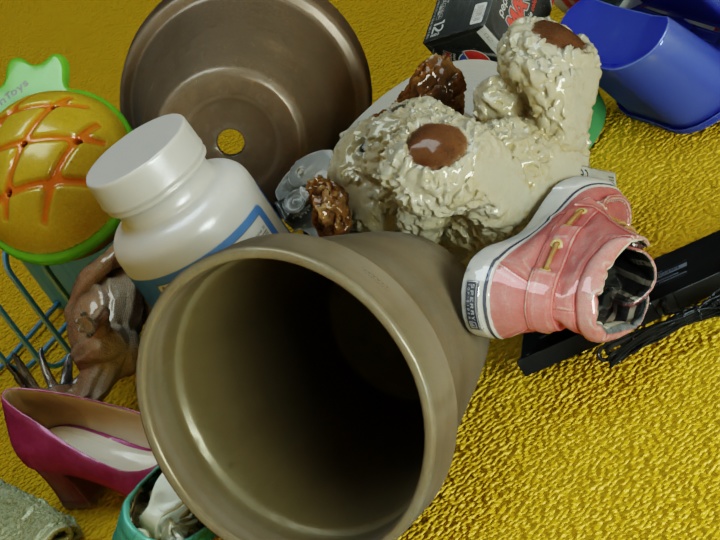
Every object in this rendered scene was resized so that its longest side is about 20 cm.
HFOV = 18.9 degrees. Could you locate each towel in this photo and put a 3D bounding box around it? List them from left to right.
[{"bbox_3d":[-0.289,0.203,1.531,0.148,0.037,0.200,-39,23,-21],"label":"towel"}]

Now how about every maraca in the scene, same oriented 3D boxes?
[{"bbox_3d":[-0.242,-0.086,1.652,0.137,0.107,0.200,-36,56,-2],"label":"maraca"}]

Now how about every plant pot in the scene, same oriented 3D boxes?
[{"bbox_3d":[-0.092,-0.119,1.641,0.200,0.200,0.175,-27,13,9],"label":"plant pot"},{"bbox_3d":[-0.008,0.055,1.312,0.200,0.200,0.174,-16,10,33],"label":"plant pot"}]

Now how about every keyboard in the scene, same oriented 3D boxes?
[{"bbox_3d":[0.188,0.019,1.328,0.200,0.021,0.127,-26,16,17],"label":"keyboard"}]

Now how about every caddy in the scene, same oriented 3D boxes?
[{"bbox_3d":[0.237,-0.176,1.578,0.141,0.105,0.200,-55,24,0],"label":"caddy"}]

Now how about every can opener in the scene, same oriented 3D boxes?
[{"bbox_3d":[0.000,0.000,1.493,0.053,0.067,0.200,-36,56,12],"label":"can opener"}]

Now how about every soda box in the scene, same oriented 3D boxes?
[{"bbox_3d":[0.116,-0.240,1.711,0.063,0.071,0.200,-12,48,40],"label":"soda box"}]

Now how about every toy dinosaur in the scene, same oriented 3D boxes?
[{"bbox_3d":[-0.194,0.040,1.597,0.135,0.086,0.200,-32,32,44],"label":"toy dinosaur"}]

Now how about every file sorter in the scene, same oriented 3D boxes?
[{"bbox_3d":[-0.258,0.002,1.792,0.200,0.139,0.123,-8,34,45],"label":"file sorter"}]

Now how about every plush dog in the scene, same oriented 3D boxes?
[{"bbox_3d":[0.058,-0.066,1.439,0.172,0.161,0.200,11,42,38],"label":"plush dog"}]

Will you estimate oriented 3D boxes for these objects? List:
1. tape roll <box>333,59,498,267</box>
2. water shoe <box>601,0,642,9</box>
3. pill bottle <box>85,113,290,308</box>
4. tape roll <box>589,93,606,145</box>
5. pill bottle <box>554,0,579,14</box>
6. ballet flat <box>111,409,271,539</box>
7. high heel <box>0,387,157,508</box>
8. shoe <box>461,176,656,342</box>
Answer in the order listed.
[{"bbox_3d":[0.053,-0.061,1.554,0.203,0.037,0.203,-22,46,25],"label":"tape roll"},{"bbox_3d":[0.247,-0.219,1.703,0.200,0.079,0.072,-50,16,28],"label":"water shoe"},{"bbox_3d":[-0.103,-0.008,1.514,0.112,0.200,0.112,-28,23,13],"label":"pill bottle"},{"bbox_3d":[0.091,-0.099,1.671,0.200,0.048,0.200,-26,22,11],"label":"tape roll"},{"bbox_3d":[0.248,-0.289,1.785,0.200,0.116,0.116,-16,26,33],"label":"pill bottle"},{"bbox_3d":[-0.083,0.120,1.387,0.200,0.067,0.070,-46,-14,-26],"label":"ballet flat"},{"bbox_3d":[-0.162,0.109,1.486,0.200,0.096,0.067,-10,30,43],"label":"high heel"},{"bbox_3d":[0.146,-0.005,1.331,0.091,0.072,0.200,6,21,29],"label":"shoe"}]
